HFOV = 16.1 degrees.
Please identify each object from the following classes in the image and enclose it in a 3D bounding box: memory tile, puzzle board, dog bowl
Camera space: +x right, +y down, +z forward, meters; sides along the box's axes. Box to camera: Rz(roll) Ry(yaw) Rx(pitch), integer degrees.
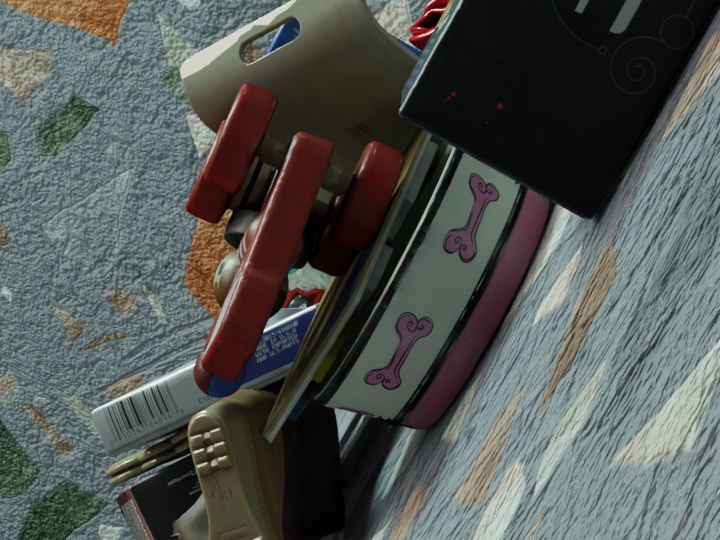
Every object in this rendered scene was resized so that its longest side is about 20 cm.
[{"bbox_3d":[-0.082,0.105,1.872,0.199,0.017,0.153,-21,-5,-37],"label":"memory tile"},{"bbox_3d":[0.000,0.000,1.621,0.151,0.017,0.201,-57,7,44],"label":"puzzle board"},{"bbox_3d":[0.048,0.010,1.579,0.201,0.073,0.200,-61,5,8],"label":"dog bowl"}]

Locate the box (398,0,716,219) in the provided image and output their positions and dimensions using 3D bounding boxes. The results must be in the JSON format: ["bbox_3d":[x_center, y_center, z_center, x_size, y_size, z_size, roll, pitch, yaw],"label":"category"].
[{"bbox_3d":[0.118,-0.147,1.372,0.201,0.122,0.106,-62,4,10],"label":"box"}]

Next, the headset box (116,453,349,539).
[{"bbox_3d":[-0.097,0.165,1.890,0.148,0.075,0.200,-26,-3,-10],"label":"headset box"}]

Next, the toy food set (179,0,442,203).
[{"bbox_3d":[-0.005,-0.117,1.679,0.143,0.200,0.061,-25,54,26],"label":"toy food set"}]

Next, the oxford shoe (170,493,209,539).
[{"bbox_3d":[-0.093,0.208,1.761,0.073,0.084,0.201,34,-113,-62],"label":"oxford shoe"}]

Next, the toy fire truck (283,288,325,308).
[{"bbox_3d":[-0.003,-0.049,1.979,0.141,0.049,0.201,-10,-52,-56],"label":"toy fire truck"}]

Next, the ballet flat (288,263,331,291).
[{"bbox_3d":[0.004,-0.023,1.823,0.200,0.072,0.072,-14,-40,-54],"label":"ballet flat"}]

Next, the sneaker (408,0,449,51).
[{"bbox_3d":[0.082,-0.149,1.914,0.200,0.115,0.079,-57,6,51],"label":"sneaker"}]

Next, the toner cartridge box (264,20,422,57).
[{"bbox_3d":[0.023,-0.116,1.840,0.043,0.199,0.095,-55,7,52],"label":"toner cartridge box"}]

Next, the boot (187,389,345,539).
[{"bbox_3d":[-0.046,0.176,1.653,0.166,0.072,0.201,2,-102,-63],"label":"boot"}]

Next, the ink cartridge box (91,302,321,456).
[{"bbox_3d":[-0.067,0.065,1.829,0.196,0.044,0.200,-26,-2,21],"label":"ink cartridge box"}]

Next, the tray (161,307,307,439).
[{"bbox_3d":[-0.097,0.084,1.962,0.200,0.022,0.107,-35,-19,33],"label":"tray"}]

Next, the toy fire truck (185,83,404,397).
[{"bbox_3d":[-0.062,-0.008,1.579,0.200,0.112,0.169,131,163,-73],"label":"toy fire truck"}]
